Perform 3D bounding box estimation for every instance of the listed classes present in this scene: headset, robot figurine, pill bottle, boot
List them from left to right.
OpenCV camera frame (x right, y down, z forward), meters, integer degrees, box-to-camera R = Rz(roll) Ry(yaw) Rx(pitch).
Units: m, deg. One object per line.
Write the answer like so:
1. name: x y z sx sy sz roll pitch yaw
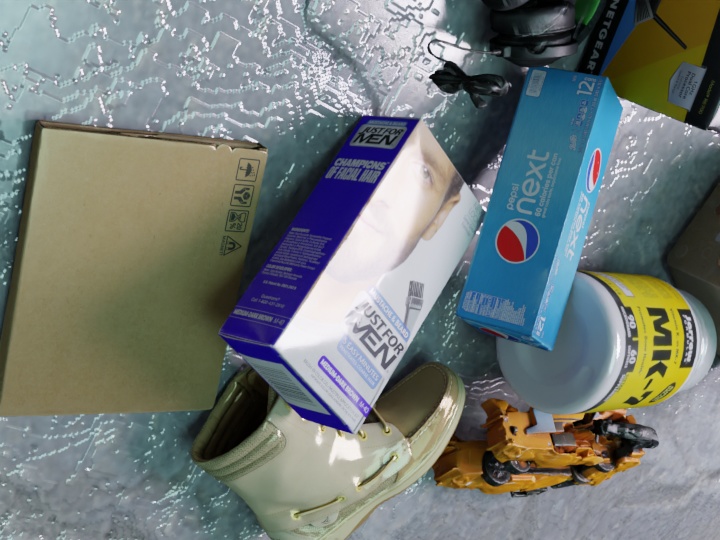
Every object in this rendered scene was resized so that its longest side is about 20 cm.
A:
1. boot: -0.021 0.115 0.919 0.200 0.073 0.156 -42 127 -6
2. headset: 0.123 -0.193 0.848 0.200 0.094 0.124 -45 129 -21
3. robot figurine: 0.165 0.153 1.036 0.199 0.059 0.145 7 148 -38
4. pill bottle: 0.213 0.059 0.996 0.199 0.114 0.115 2 111 -49

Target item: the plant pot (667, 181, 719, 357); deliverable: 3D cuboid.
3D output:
1. plant pot: 0.401 0.000 1.067 0.177 0.200 0.201 36 91 -28

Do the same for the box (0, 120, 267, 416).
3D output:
1. box: -0.156 0.004 0.808 0.162 0.021 0.202 2 111 -33

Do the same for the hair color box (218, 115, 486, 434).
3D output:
1. hair color box: 0.000 0.000 0.844 0.109 0.065 0.201 50 61 -38

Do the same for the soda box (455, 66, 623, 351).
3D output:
1. soda box: 0.137 -0.047 0.899 0.068 0.064 0.202 31 75 -64

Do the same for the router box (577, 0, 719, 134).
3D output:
1. router box: 0.258 -0.215 0.890 0.051 0.149 0.201 9 106 -36
